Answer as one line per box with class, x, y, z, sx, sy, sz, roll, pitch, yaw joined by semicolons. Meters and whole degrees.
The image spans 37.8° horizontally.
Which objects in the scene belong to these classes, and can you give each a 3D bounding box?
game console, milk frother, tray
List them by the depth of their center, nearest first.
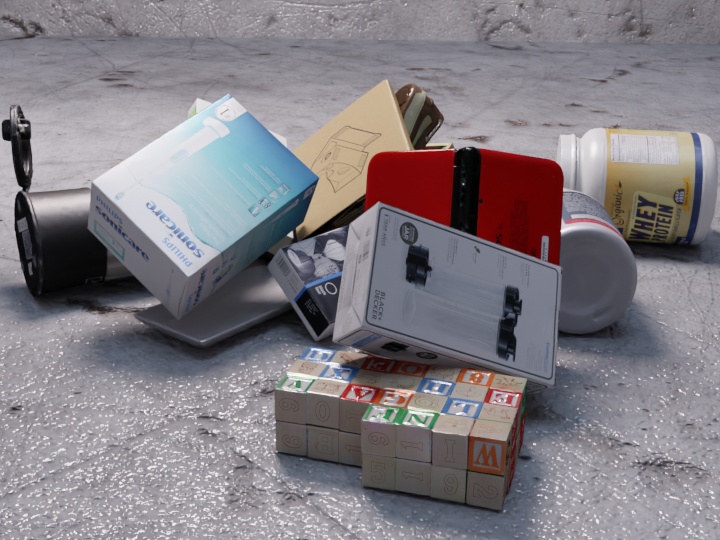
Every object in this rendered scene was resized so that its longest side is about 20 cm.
game console;0.100;-0.013;1.053;0.169;0.205;0.118;5;-3;-26
tray;-0.135;0.040;1.132;0.106;0.023;0.199;15;25;35
milk frother;-0.308;-0.092;1.223;0.185;0.204;0.180;-10;19;-29

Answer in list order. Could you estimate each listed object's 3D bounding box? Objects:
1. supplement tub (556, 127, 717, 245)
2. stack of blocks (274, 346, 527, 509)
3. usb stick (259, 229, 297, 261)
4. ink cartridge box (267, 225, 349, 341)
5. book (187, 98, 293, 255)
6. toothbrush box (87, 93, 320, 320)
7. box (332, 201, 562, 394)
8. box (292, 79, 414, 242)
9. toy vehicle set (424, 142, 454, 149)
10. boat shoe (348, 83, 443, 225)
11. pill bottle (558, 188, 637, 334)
supplement tub;0.356;-0.111;1.383;0.196;0.147;0.145;3;20;8
stack of blocks;0.030;0.124;0.861;0.196;0.060;0.115;7;21;16
usb stick;-0.071;-0.028;1.276;0.197;0.056;0.033;16;-12;33
ink cartridge box;0.000;0.000;1.148;0.198;0.039;0.100;-22;70;-46
book;-0.150;-0.115;1.274;0.132;0.048;0.202;26;33;-27
toothbrush box;-0.164;-0.071;1.106;0.146;0.086;0.200;41;54;11
box;0.081;0.030;0.931;0.197;0.119;0.060;17;-23;-22
box;-0.015;-0.125;1.226;0.162;0.021;0.201;-34;34;15
toy vehicle set;0.029;-0.090;1.331;0.123;0.027;0.201;1;42;38
boat shoe;0.037;-0.122;1.276;0.074;0.204;0.075;34;-4;-25
pill bottle;0.232;-0.022;1.175;0.117;0.122;0.201;2;21;2
